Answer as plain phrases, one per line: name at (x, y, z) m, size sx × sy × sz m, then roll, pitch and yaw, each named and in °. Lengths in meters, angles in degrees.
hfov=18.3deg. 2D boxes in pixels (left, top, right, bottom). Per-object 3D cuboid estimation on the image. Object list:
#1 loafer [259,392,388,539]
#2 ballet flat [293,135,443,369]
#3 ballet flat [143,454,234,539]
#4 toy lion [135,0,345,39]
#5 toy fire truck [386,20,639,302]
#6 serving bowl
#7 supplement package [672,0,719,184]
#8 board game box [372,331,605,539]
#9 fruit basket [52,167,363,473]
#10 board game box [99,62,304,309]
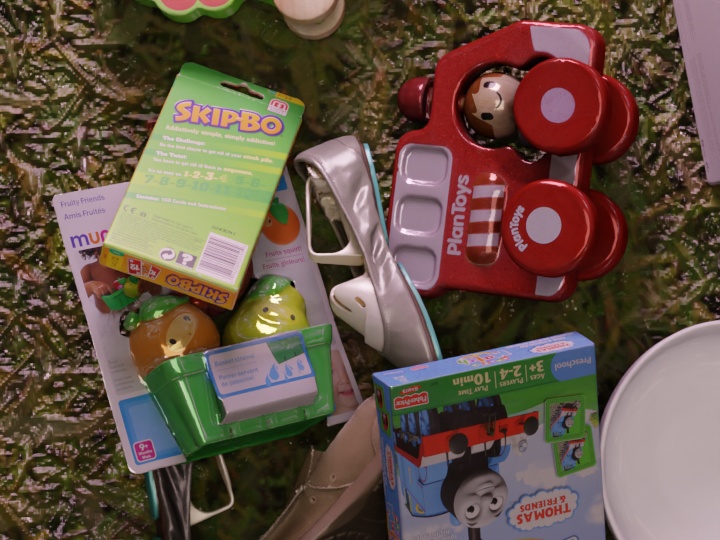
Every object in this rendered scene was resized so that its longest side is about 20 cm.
loafer at (-0.015, 0.163, 1.559) m, size 0.200 × 0.076 × 0.068 m, roll -45°, pitch 49°, yaw 17°
ballet flat at (0.000, 0.000, 1.550) m, size 0.063 × 0.067 × 0.201 m, roll -14°, pitch 66°, yaw -11°
ballet flat at (-0.122, 0.181, 1.567) m, size 0.068 × 0.068 × 0.201 m, roll -1°, pitch 89°, yaw -9°
toy lion at (-0.082, -0.266, 1.587) m, size 0.191 × 0.069 × 0.201 m, roll 24°, pitch 87°, yaw 6°
toy fire truck at (0.100, -0.076, 1.568) m, size 0.167 × 0.112 × 0.201 m, roll 6°, pitch 91°, yaw 20°
serving bowl at (0.254, 0.135, 1.574) m, size 0.199 × 0.066 × 0.201 m, roll 0°, pitch 87°, yaw -10°
supplement package at (0.305, -0.169, 1.524) m, size 0.146 × 0.200 × 0.192 m, roll -12°, pitch 89°, yaw -2°
board game box at (0.091, 0.154, 1.505) m, size 0.151 × 0.037 × 0.201 m, roll -11°, pitch 108°, yaw -19°
fruit basket at (-0.100, 0.024, 1.539) m, size 0.184 × 0.094 × 0.201 m, roll -11°, pitch 83°, yaw -29°
board game box at (-0.106, -0.063, 1.542) m, size 0.095 × 0.030 × 0.201 m, roll 19°, pitch 48°, yaw -1°
